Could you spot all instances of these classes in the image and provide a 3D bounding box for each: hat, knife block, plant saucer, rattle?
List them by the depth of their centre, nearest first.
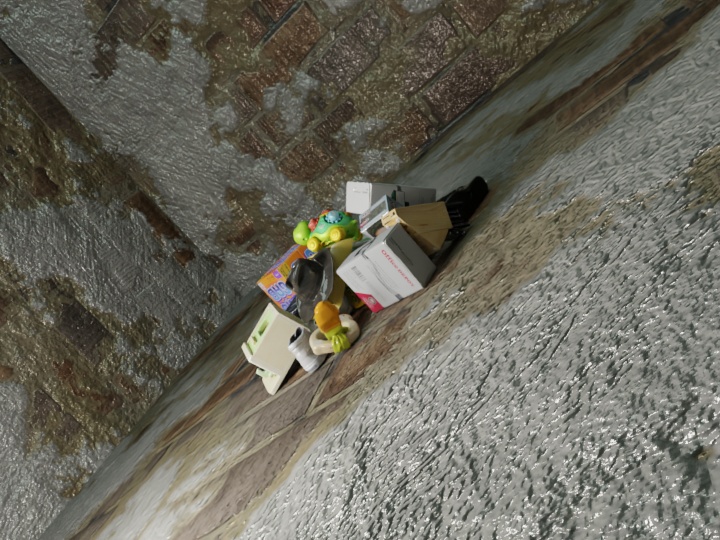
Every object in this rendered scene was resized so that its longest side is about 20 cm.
[{"bbox_3d":[0.166,-0.132,1.629,0.064,0.199,0.176,-30,29,55],"label":"knife block"},{"bbox_3d":[-0.074,0.108,1.650,0.130,0.143,0.200,-28,18,23],"label":"rattle"},{"bbox_3d":[-0.142,0.024,1.710,0.200,0.081,0.202,-40,38,41],"label":"hat"},{"bbox_3d":[-0.104,0.022,1.784,0.200,0.048,0.201,-26,48,54],"label":"plant saucer"}]

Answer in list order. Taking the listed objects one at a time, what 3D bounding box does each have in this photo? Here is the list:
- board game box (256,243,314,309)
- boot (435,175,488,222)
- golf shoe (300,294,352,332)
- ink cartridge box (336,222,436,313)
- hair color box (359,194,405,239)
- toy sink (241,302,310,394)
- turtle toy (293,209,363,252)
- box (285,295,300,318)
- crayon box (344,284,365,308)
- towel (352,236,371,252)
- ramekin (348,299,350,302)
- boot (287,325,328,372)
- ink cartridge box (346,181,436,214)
[{"bbox_3d":[-0.185,0.027,2.271,0.200,0.200,0.200,-48,11,-29],"label":"board game box"},{"bbox_3d":[0.241,-0.168,1.808,0.150,0.073,0.200,-28,14,51],"label":"boot"},{"bbox_3d":[-0.118,0.135,1.836,0.200,0.079,0.097,-40,-7,26],"label":"golf shoe"},{"bbox_3d":[0.061,-0.003,1.607,0.200,0.145,0.083,-31,15,48],"label":"ink cartridge box"},{"bbox_3d":[0.102,-0.100,1.702,0.099,0.199,0.061,-36,42,32],"label":"hair color box"},{"bbox_3d":[-0.240,0.205,1.805,0.201,0.112,0.130,-60,20,0],"label":"toy sink"},{"bbox_3d":[-0.096,-0.108,1.857,0.199,0.102,0.145,-20,-6,25],"label":"turtle toy"},{"bbox_3d":[-0.141,0.117,2.007,0.148,0.104,0.200,-37,12,27],"label":"box"},{"bbox_3d":[0.003,0.019,1.785,0.052,0.126,0.200,-41,6,-41],"label":"crayon box"},{"bbox_3d":[0.040,-0.088,1.874,0.152,0.024,0.200,-13,24,37],"label":"towel"},{"bbox_3d":[0.000,0.000,1.966,0.200,0.098,0.200,-41,10,9],"label":"ramekin"},{"bbox_3d":[-0.121,0.171,1.721,0.073,0.096,0.200,-38,9,21],"label":"boot"},{"bbox_3d":[0.077,-0.186,1.790,0.198,0.085,0.146,0,8,-26],"label":"ink cartridge box"}]
